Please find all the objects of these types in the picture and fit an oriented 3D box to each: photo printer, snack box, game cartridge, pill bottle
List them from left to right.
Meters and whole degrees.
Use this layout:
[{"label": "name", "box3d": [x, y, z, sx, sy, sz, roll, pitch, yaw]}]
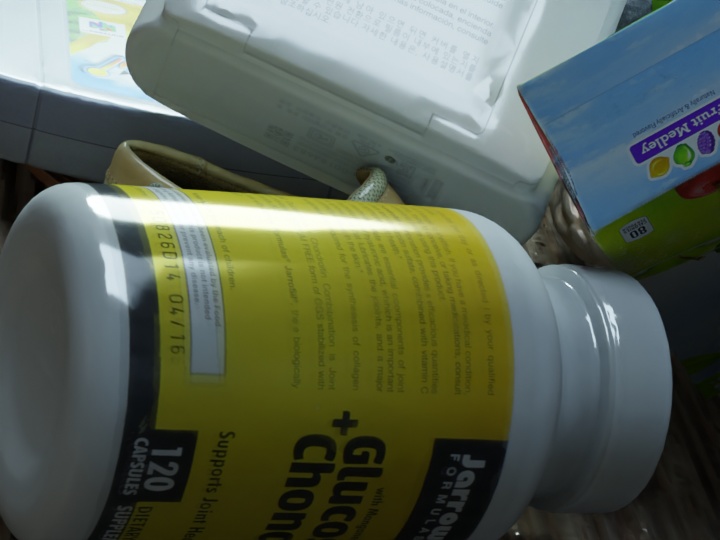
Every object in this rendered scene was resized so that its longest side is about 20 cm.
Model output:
[{"label": "game cartridge", "box3d": [-0.075, -0.071, 0.978, 0.200, 0.040, 0.133, 9, 28, -14]}, {"label": "pill bottle", "box3d": [-0.009, 0.034, 0.751, 0.200, 0.112, 0.112, 3, 26, -25]}, {"label": "photo printer", "box3d": [0.022, -0.124, 0.927, 0.166, 0.069, 0.200, 24, 60, -3]}, {"label": "snack box", "box3d": [0.164, -0.043, 0.854, 0.068, 0.169, 0.200, 65, 9, 24]}]

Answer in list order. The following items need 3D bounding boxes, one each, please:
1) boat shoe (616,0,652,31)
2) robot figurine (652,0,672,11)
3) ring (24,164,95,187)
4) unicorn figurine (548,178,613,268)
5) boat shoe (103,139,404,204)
[{"label": "boat shoe", "box3d": [0.026, -0.127, 1.017, 0.200, 0.068, 0.072, 24, 23, 16]}, {"label": "robot figurine", "box3d": [0.149, -0.156, 1.049, 0.200, 0.175, 0.116, 23, 59, -8]}, {"label": "ring", "box3d": [-0.049, -0.040, 1.009, 0.200, 0.019, 0.200, 13, 25, -6]}, {"label": "unicorn figurine", "box3d": [0.163, -0.015, 1.029, 0.200, 0.074, 0.137, -4, 39, -19]}, {"label": "boat shoe", "box3d": [0.000, 0.000, 0.876, 0.200, 0.076, 0.072, 13, 24, -5]}]
